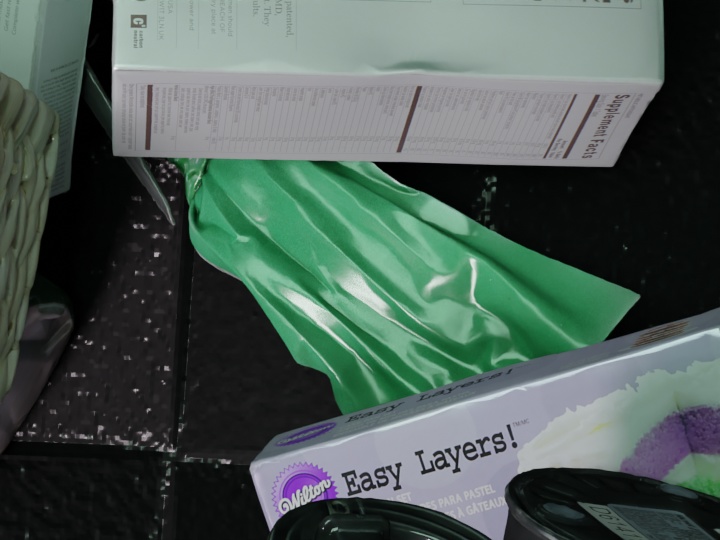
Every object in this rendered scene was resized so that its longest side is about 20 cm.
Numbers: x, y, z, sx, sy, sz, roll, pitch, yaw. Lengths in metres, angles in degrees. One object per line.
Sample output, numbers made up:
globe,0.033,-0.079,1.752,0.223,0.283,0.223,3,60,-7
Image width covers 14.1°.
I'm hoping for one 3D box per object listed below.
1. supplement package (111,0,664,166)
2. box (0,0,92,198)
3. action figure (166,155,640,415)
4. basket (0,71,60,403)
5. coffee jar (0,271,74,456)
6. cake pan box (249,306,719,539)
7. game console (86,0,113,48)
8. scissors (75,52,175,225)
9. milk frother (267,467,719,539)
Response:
supplement package,0.007,-0.107,1.094,0.200,0.114,0.110,1,76,-5
box,-0.191,-0.129,1.179,0.200,0.036,0.145,27,120,31
action figure,0.000,0.000,1.146,0.200,0.055,0.118,37,96,14
basket,-0.223,-0.024,1.088,0.200,0.123,0.136,9,84,18
coffee jar,-0.222,0.000,1.195,0.200,0.085,0.104,35,101,17
cake pan box,0.073,0.127,1.085,0.200,0.052,0.185,-16,93,15
game console,-0.143,-0.180,1.233,0.176,0.116,0.200,-36,72,-22
scissors,-0.132,-0.103,1.172,0.073,0.014,0.200,-21,93,40
milk frother,0.047,0.172,0.968,0.200,0.181,0.188,12,101,-7
